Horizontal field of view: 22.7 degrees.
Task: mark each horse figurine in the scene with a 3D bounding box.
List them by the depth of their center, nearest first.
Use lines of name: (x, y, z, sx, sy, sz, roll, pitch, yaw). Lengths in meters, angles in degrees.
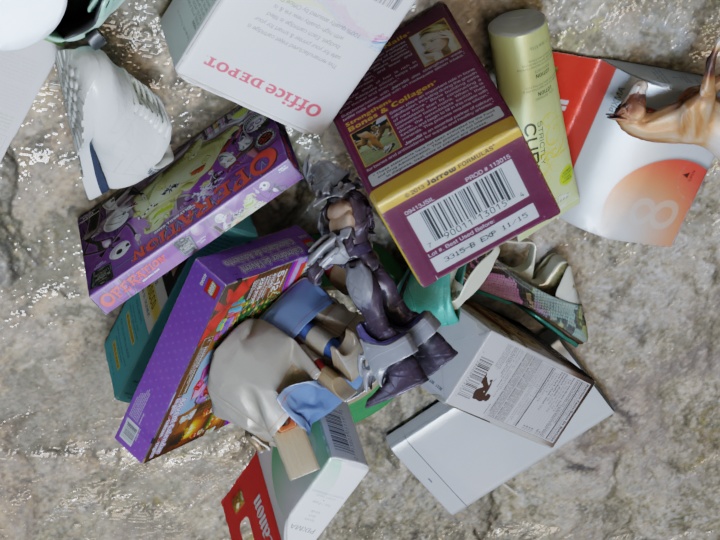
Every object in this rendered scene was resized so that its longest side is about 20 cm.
horse figurine: (0.329, -0.136, 1.561, 0.199, 0.050, 0.133, 24, 114, -29)

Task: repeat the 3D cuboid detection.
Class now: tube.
tube: (0.151, -0.126, 1.550, 0.058, 0.052, 0.201, -7, 122, 8)

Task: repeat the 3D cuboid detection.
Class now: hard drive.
hard drive: (0.141, 0.154, 1.795, 0.199, 0.027, 0.132, -34, 129, 9)

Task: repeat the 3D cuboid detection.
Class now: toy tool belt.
toy tool belt: (-0.026, 0.074, 1.502, 0.200, 0.123, 0.125, -44, 160, -19)

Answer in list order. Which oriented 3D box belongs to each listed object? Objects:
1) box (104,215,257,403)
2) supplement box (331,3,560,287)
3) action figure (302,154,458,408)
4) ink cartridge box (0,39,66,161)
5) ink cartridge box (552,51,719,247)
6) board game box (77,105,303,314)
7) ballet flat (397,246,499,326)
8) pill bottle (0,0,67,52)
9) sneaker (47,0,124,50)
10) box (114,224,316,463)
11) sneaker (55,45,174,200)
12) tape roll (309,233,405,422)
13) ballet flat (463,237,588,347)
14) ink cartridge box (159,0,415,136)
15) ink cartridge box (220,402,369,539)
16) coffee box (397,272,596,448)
box: (-0.159, 0.019, 1.556, 0.049, 0.083, 0.201, 15, 120, -26)
supplement box: (0.059, -0.104, 1.455, 0.130, 0.201, 0.103, -28, 130, 5)
action figure: (0.000, 0.000, 1.417, 0.069, 0.130, 0.201, -24, 92, 23)
ink cartridge box: (-0.336, -0.135, 1.402, 0.145, 0.048, 0.201, 19, 119, -29)
ink cartridge box: (0.221, -0.108, 1.605, 0.198, 0.050, 0.163, 5, 124, -25)
board game box: (-0.144, -0.058, 1.478, 0.199, 0.120, 0.032, -34, 129, 9)
ballet flat: (0.093, -0.041, 1.539, 0.070, 0.201, 0.067, 16, 166, 18)
pill bottle: (-0.255, -0.238, 1.249, 0.112, 0.201, 0.113, -9, 129, -11)
sneaker: (-0.164, -0.244, 1.321, 0.074, 0.118, 0.200, 40, 108, -16)
box: (-0.119, 0.062, 1.520, 0.137, 0.039, 0.201, -22, 146, -52)
sneaker: (-0.191, -0.125, 1.410, 0.080, 0.077, 0.200, -12, 163, -7)
tape roll: (-0.040, 0.060, 1.649, 0.199, 0.048, 0.202, -9, 129, -11)
ballet flat: (0.152, 0.008, 1.668, 0.199, 0.069, 0.072, 26, 96, -32)
ink cartridge box: (-0.045, -0.225, 1.404, 0.147, 0.086, 0.200, 23, 118, -31)
ink cartridge box: (-0.077, 0.186, 1.599, 0.050, 0.161, 0.200, 22, 118, -30)
coffee box: (0.112, 0.082, 1.630, 0.200, 0.113, 0.080, 26, 99, -52)
